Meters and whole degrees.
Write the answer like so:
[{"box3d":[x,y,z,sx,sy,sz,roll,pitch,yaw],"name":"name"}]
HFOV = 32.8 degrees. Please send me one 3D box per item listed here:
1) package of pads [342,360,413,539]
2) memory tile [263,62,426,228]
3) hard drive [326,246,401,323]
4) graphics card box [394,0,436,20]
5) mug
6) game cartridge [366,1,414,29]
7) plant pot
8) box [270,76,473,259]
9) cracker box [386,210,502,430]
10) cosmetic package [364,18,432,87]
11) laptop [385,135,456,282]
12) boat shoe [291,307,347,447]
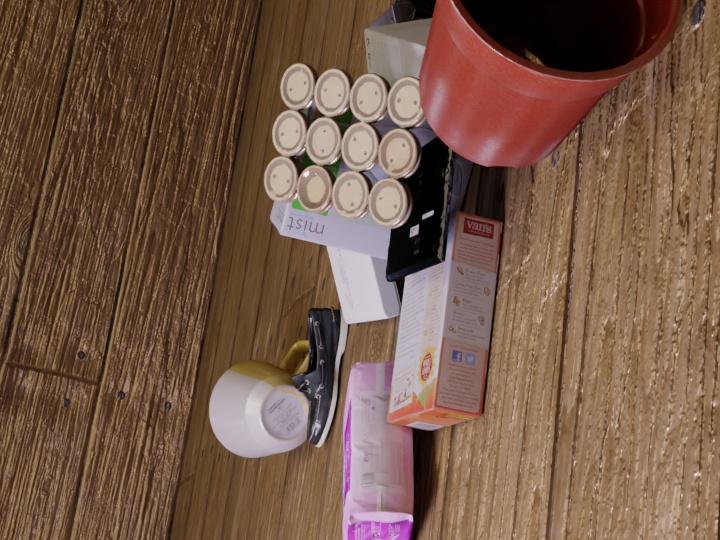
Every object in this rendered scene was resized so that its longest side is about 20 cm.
[{"box3d":[0.018,0.209,1.324,0.121,0.074,0.202,93,178,-48],"name":"package of pads"},{"box3d":[-0.016,-0.131,1.270,0.198,0.017,0.156,15,97,37],"name":"memory tile"},{"box3d":[0.000,0.000,1.608,0.200,0.026,0.134,164,93,-74],"name":"hard drive"},{"box3d":[0.055,-0.277,1.676,0.126,0.050,0.202,-104,28,-62],"name":"graphics card box"},{"box3d":[-0.138,0.196,1.865,0.153,0.147,0.190,172,103,-67],"name":"mug"},{"box3d":[0.051,-0.219,1.530,0.129,0.038,0.203,167,92,-71],"name":"game cartridge"},{"box3d":[0.139,-0.195,1.025,0.196,0.198,0.204,113,165,-65],"name":"plant pot"},{"box3d":[0.015,-0.110,1.388,0.097,0.197,0.179,-134,59,-73],"name":"box"},{"box3d":[0.086,0.055,1.257,0.134,0.057,0.203,146,134,-68],"name":"cracker box"},{"box3d":[0.082,-0.230,1.348,0.200,0.100,0.075,-135,36,-65],"name":"cosmetic package"},{"box3d":[0.105,-0.090,1.236,0.177,0.102,0.203,154,123,-73],"name":"laptop"},{"box3d":[-0.065,0.148,1.755,0.074,0.065,0.202,166,116,-74],"name":"boat shoe"}]
